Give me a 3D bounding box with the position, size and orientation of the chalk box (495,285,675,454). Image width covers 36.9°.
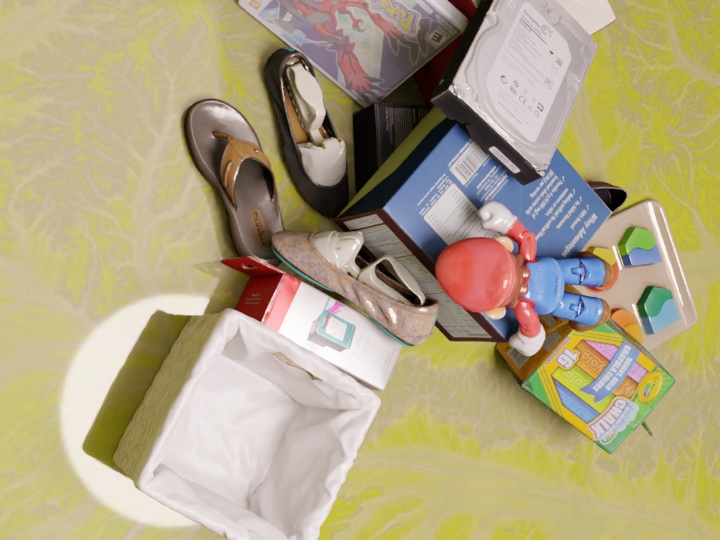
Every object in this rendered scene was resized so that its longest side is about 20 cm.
[{"bbox_3d":[0.288,0.126,1.314,0.200,0.125,0.124,36,100,-19],"label":"chalk box"}]

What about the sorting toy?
[{"bbox_3d":[0.346,0.024,1.411,0.199,0.036,0.186,-23,98,-23],"label":"sorting toy"}]

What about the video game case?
[{"bbox_3d":[-0.011,-0.284,1.186,0.200,0.182,0.023,36,50,-19],"label":"video game case"}]

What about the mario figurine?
[{"bbox_3d":[0.154,0.008,1.086,0.199,0.106,0.124,10,48,-32],"label":"mario figurine"}]

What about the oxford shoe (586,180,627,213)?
[{"bbox_3d":[0.245,-0.069,1.348,0.199,0.072,0.072,-25,99,-23],"label":"oxford shoe"}]

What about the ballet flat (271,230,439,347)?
[{"bbox_3d":[0.000,0.000,1.142,0.199,0.068,0.067,34,118,1],"label":"ballet flat"}]

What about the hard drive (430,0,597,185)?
[{"bbox_3d":[0.164,-0.206,1.113,0.140,0.038,0.201,40,57,-19],"label":"hard drive"}]

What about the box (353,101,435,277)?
[{"bbox_3d":[0.071,-0.090,1.268,0.140,0.079,0.202,-1,88,-21],"label":"box"}]

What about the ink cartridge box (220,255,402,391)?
[{"bbox_3d":[-0.065,0.058,1.179,0.199,0.116,0.068,29,77,-20],"label":"ink cartridge box"}]

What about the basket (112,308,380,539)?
[{"bbox_3d":[-0.124,0.170,1.124,0.198,0.161,0.201,32,75,-20],"label":"basket"}]

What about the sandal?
[{"bbox_3d":[-0.129,-0.098,1.184,0.081,0.055,0.201,-16,85,-28],"label":"sandal"}]

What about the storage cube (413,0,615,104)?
[{"bbox_3d":[0.152,-0.308,1.258,0.199,0.180,0.172,-33,101,-23],"label":"storage cube"}]

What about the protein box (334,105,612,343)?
[{"bbox_3d":[0.123,-0.059,1.175,0.200,0.135,0.199,46,72,-15],"label":"protein box"}]

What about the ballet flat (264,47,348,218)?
[{"bbox_3d":[-0.057,-0.155,1.217,0.068,0.068,0.201,-25,99,-23],"label":"ballet flat"}]
